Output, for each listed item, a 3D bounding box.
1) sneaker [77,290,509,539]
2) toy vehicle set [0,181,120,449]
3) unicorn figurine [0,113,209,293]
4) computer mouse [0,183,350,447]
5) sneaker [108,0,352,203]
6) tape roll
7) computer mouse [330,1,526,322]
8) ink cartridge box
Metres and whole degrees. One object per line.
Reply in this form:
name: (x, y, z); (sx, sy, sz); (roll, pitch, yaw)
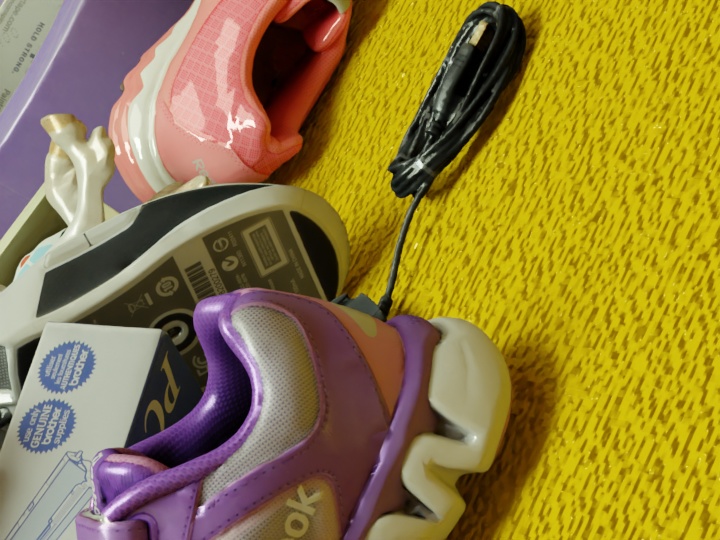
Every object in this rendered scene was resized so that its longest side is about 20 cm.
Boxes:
sneaker: (-0.042, 0.090, 0.619); (0.201, 0.088, 0.080); (-64, 22, -6)
toy vehicle set: (-0.137, 0.068, 0.875); (0.200, 0.027, 0.124); (-54, 41, -5)
unicorn figurine: (-0.154, 0.017, 0.838); (0.200, 0.074, 0.138); (-3, 82, 29)
computer mouse: (-0.097, 0.026, 0.769); (0.200, 0.110, 0.044); (-27, 42, -7)
sneaker: (-0.027, -0.112, 0.915); (0.087, 0.074, 0.201); (-10, 57, 47)
tape roll: (-0.124, -0.081, 1.052); (0.200, 0.085, 0.200); (-47, 25, 30)
computer mouse: (0.000, 0.000, 0.732); (0.059, 0.034, 0.200); (-13, 51, 64)
ink cartridge box: (-0.088, 0.125, 0.689); (0.044, 0.094, 0.200); (2, 56, 20)
